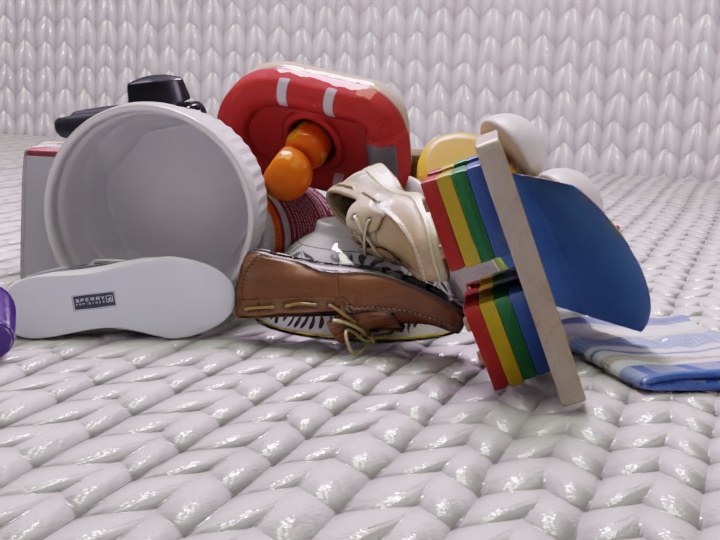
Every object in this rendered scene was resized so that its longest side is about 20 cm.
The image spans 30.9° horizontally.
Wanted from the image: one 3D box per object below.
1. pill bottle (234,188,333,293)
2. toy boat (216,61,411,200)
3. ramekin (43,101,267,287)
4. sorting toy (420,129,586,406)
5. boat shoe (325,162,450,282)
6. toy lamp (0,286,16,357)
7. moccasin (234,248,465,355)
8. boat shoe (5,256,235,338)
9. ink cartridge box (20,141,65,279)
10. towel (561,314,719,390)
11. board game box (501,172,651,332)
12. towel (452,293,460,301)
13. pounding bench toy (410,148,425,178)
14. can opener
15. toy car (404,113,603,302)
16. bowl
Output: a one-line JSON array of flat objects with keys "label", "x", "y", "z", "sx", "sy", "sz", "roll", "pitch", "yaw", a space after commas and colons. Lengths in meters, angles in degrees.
[{"label": "pill bottle", "x": -0.087, "y": -0.035, "z": 1.353, "sx": 0.113, "sy": 0.114, "sz": 0.200, "roll": 8, "pitch": 7, "yaw": 30}, {"label": "toy boat", "x": -0.055, "y": -0.118, "z": 1.266, "sx": 0.199, "sy": 0.131, "sz": 0.131, "roll": 15, "pitch": 45, "yaw": 24}, {"label": "ramekin", "x": -0.180, "y": -0.058, "z": 1.202, "sx": 0.199, "sy": 0.201, "sz": 0.105, "roll": 4, "pitch": 13, "yaw": 11}, {"label": "sorting toy", "x": 0.107, "y": -0.002, "z": 1.022, "sx": 0.069, "sy": 0.200, "sz": 0.200, "roll": -19, "pitch": 5, "yaw": 7}, {"label": "boat shoe", "x": 0.021, "y": -0.036, "z": 1.122, "sx": 0.065, "sy": 0.072, "sz": 0.200, "roll": -19, "pitch": 28, "yaw": -10}, {"label": "toy lamp", "x": -0.327, "y": 0.009, "z": 1.084, "sx": 0.058, "sy": 0.058, "sz": 0.200, "roll": -2, "pitch": 29, "yaw": -26}, {"label": "moccasin", "x": -0.011, "y": 0.033, "z": 1.112, "sx": 0.200, "sy": 0.078, "sz": 0.074, "roll": 9, "pitch": -6, "yaw": 7}, {"label": "boat shoe", "x": -0.211, "y": 0.023, "z": 1.138, "sx": 0.199, "sy": 0.072, "sz": 0.068, "roll": -6, "pitch": 12, "yaw": -9}, {"label": "ink cartridge box", "x": -0.273, "y": -0.059, "z": 1.367, "sx": 0.145, "sy": 0.145, "sz": 0.200, "roll": 1, "pitch": 7, "yaw": -9}, {"label": "towel", "x": 0.261, "y": 0.068, "z": 1.110, "sx": 0.146, "sy": 0.024, "sz": 0.200, "roll": -1, "pitch": 10, "yaw": -14}, {"label": "board game box", "x": 0.185, "y": -0.031, "z": 1.143, "sx": 0.039, "sy": 0.158, "sz": 0.200, "roll": -41, "pitch": 30, "yaw": -21}, {"label": "towel", "x": 0.088, "y": 0.001, "z": 1.457, "sx": 0.146, "sy": 0.030, "sz": 0.200, "roll": 8, "pitch": 10, "yaw": 25}, {"label": "pounding bench toy", "x": 0.072, "y": -0.086, "z": 1.557, "sx": 0.155, "sy": 0.125, "sz": 0.200, "roll": 0, "pitch": -4, "yaw": -16}, {"label": "can opener", "x": -0.255, "y": -0.171, "z": 1.444, "sx": 0.199, "sy": 0.079, "sz": 0.063, "roll": -3, "pitch": 9, "yaw": 36}, {"label": "toy car", "x": 0.138, "y": -0.045, "z": 1.333, "sx": 0.175, "sy": 0.150, "sz": 0.200, "roll": -35, "pitch": 62, "yaw": -13}, {"label": "bowl", "x": 0.000, "y": 0.000, "z": 1.238, "sx": 0.200, "sy": 0.095, "sz": 0.201, "roll": 2, "pitch": 10, "yaw": 0}]
